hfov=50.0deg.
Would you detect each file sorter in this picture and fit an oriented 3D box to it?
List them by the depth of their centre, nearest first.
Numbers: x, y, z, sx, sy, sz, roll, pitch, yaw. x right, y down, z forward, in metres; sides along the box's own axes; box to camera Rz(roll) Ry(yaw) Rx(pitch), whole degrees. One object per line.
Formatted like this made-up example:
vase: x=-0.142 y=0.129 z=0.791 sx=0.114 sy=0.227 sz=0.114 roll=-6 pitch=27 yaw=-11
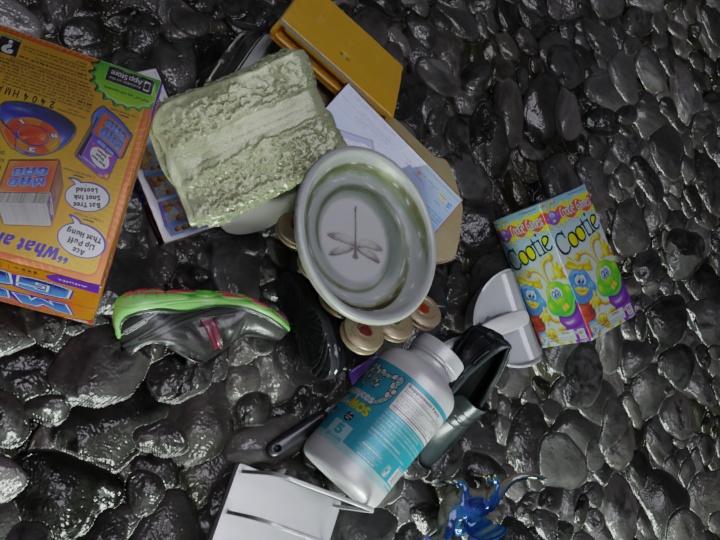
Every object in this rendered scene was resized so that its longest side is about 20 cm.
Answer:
file sorter: x=-0.087 y=0.326 z=0.820 sx=0.138 sy=0.124 sz=0.201 roll=26 pitch=68 yaw=-21

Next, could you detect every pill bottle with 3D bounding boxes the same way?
pill bottle: x=0.034 y=0.169 z=0.906 sx=0.111 sy=0.111 sz=0.200 roll=46 pitch=73 yaw=-12

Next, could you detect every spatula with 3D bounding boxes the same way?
spatula: x=-0.032 y=0.168 z=0.944 sx=0.200 sy=0.021 sz=0.057 roll=-30 pitch=98 yaw=-30

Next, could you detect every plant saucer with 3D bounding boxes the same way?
plant saucer: x=-0.001 y=-0.036 z=0.860 sx=0.199 sy=0.050 sz=0.201 roll=11 pitch=72 yaw=-38

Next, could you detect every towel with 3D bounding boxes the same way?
towel: x=-0.122 y=-0.145 z=0.842 sx=0.199 sy=0.036 sz=0.149 roll=-27 pitch=99 yaw=-14

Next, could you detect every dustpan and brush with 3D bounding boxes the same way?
dustpan and brush: x=0.171 y=0.083 z=1.049 sx=0.199 sy=0.057 sz=0.140 roll=-18 pitch=88 yaw=-28

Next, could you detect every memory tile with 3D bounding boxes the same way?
memory tile: x=0.000 y=0.000 z=0.909 sx=0.153 sy=0.017 sz=0.200 roll=-14 pitch=62 yaw=-42

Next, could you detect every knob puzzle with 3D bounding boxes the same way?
knob puzzle: x=0.049 y=-0.084 z=1.023 sx=0.218 sy=0.030 sz=0.221 roll=6 pitch=67 yaw=-14

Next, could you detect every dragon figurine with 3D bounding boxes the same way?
dragon figurine: x=0.150 y=0.313 z=0.989 sx=0.199 sy=0.059 sz=0.100 roll=0 pitch=79 yaw=-28

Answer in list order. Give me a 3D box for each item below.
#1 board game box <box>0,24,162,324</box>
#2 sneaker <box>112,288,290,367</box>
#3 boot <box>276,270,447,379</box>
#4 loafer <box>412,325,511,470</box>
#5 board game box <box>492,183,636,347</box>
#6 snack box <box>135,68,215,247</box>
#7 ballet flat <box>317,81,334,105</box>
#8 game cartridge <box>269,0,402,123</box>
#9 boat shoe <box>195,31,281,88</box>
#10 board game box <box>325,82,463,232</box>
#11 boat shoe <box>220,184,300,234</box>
board game box: x=-0.320 y=-0.083 z=0.726 sx=0.199 sy=0.200 sz=0.201 roll=17 pitch=71 yaw=-17
sneaker: x=-0.177 y=0.066 z=0.868 sx=0.199 sy=0.077 sz=0.084 roll=4 pitch=94 yaw=-25
boot: x=0.018 y=0.056 z=0.934 sx=0.199 sy=0.066 sz=0.165 roll=1 pitch=41 yaw=-30
loafer: x=0.123 y=0.165 z=0.970 sx=0.068 sy=0.070 sz=0.201 roll=28 pitch=92 yaw=-34
board game box: x=0.293 y=-0.005 z=1.111 sx=0.105 sy=0.103 sz=0.201 roll=-23 pitch=90 yaw=-30
snack box: x=-0.235 y=-0.132 z=0.897 sx=0.072 sy=0.024 sz=0.201 roll=-22 pitch=90 yaw=-31
ballet flat: x=-0.088 y=-0.168 z=0.923 sx=0.200 sy=0.071 sz=0.065 roll=-34 pitch=84 yaw=-29
game cartridge: x=-0.023 y=-0.278 z=0.984 sx=0.176 sy=0.032 sz=0.200 roll=39 pitch=27 yaw=-16
boat shoe: x=-0.164 y=-0.213 z=0.935 sx=0.063 sy=0.071 sz=0.200 roll=20 pitch=61 yaw=18
board game box: x=0.021 y=-0.114 z=0.917 sx=0.200 sy=0.019 sz=0.103 roll=43 pitch=83 yaw=-16
boat shoe: x=-0.103 y=-0.116 z=0.944 sx=0.200 sy=0.072 sz=0.068 roll=-38 pitch=59 yaw=-24
